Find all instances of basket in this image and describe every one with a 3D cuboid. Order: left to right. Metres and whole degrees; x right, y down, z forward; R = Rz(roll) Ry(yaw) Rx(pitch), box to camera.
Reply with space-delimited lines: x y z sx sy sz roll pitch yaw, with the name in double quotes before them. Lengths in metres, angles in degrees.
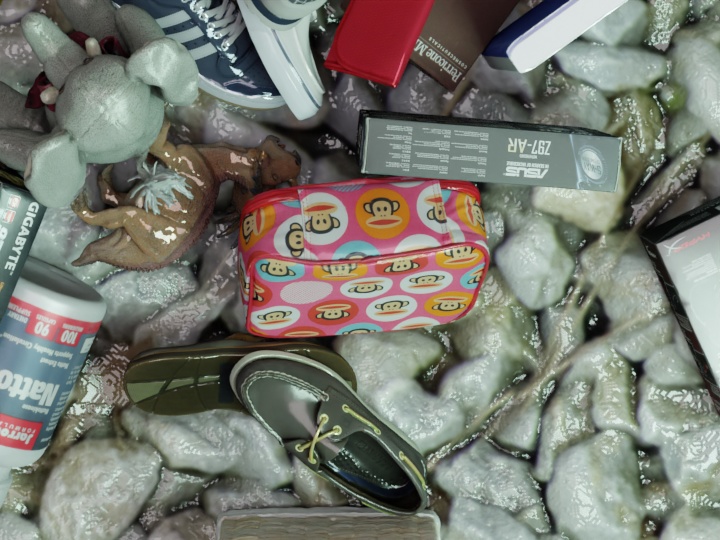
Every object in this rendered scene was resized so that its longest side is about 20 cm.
"basket" -0.023 0.310 1.444 0.199 0.161 0.200 -1 97 -3

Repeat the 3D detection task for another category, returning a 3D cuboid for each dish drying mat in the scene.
"dish drying mat" 0.037 -0.241 1.345 0.077 0.018 0.201 20 84 37

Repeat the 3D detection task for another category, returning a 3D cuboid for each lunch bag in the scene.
"lunch bag" 0.000 0.000 1.409 0.199 0.176 0.082 -3 61 -8

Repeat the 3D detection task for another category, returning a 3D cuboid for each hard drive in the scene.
"hard drive" 0.161 -0.202 1.360 0.132 0.200 0.025 -36 97 3

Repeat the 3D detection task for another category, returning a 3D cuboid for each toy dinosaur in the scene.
"toy dinosaur" -0.149 -0.050 1.429 0.135 0.086 0.200 43 95 -7

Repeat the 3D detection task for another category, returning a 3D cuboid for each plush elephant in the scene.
"plush elephant" -0.203 -0.133 1.295 0.165 0.155 0.200 -43 84 -8

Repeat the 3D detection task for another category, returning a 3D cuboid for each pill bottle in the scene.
"pill bottle" -0.299 0.093 1.427 0.119 0.120 0.201 23 96 -5

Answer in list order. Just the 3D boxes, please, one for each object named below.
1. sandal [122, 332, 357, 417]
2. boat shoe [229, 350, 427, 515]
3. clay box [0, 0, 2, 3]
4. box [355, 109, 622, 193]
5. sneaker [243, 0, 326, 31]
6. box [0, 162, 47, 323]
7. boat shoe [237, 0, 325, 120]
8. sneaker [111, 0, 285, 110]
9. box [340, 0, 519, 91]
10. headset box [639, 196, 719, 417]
"sandal" -0.100 0.086 1.462 0.199 0.055 0.082 0 121 -12
"boat shoe" -0.021 0.135 1.438 0.201 0.061 0.072 34 107 -25
"clay box" -0.324 -0.291 1.412 0.114 0.048 0.201 24 95 -4
"box" 0.097 -0.098 1.393 0.199 0.160 0.044 4 97 -3
"sneaker" -0.013 -0.269 1.314 0.076 0.080 0.201 33 65 -15
"box" -0.328 -0.019 1.375 0.046 0.200 0.160 19 98 -37
"boat shoe" -0.062 -0.219 1.355 0.066 0.074 0.201 -23 99 6
"sneaker" -0.126 -0.215 1.393 0.199 0.070 0.109 33 135 -3
"box" 0.086 -0.257 1.396 0.100 0.075 0.200 30 99 -43
"headset box" 0.344 0.032 1.459 0.148 0.075 0.201 -26 97 2
